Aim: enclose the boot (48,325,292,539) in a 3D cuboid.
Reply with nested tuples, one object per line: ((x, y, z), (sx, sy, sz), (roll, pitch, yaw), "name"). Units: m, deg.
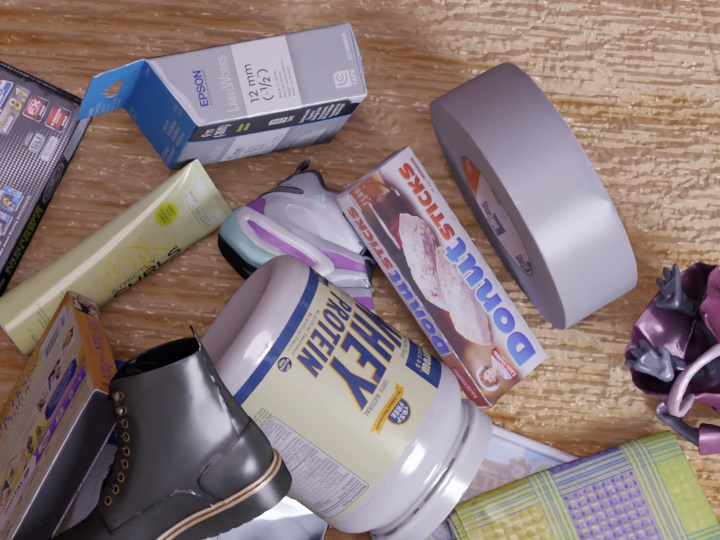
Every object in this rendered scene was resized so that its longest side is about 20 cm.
((-0.166, 0.132, 1.497), (0.200, 0.077, 0.139), (-28, 114, -2), "boot")

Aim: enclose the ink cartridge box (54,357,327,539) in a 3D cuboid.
((-0.123, 0.185, 1.631), (0.199, 0.041, 0.200), (15, 95, -22), "ink cartridge box")

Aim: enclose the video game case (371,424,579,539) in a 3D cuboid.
((0.111, 0.220, 1.694), (0.200, 0.022, 0.182), (21, 81, 4), "video game case")

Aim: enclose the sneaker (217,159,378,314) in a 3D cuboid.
((0.000, 0.000, 1.705), (0.140, 0.078, 0.200), (-41, 92, -14), "sneaker")

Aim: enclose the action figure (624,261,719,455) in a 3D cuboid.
((0.295, 0.084, 1.655), (0.200, 0.149, 0.134), (41, 92, -26), "action figure")

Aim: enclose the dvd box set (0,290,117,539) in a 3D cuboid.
((-0.228, 0.114, 1.610), (0.029, 0.200, 0.147), (26, 101, -20), "dvd box set")

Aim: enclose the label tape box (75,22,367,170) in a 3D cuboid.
((-0.109, -0.126, 1.673), (0.200, 0.143, 0.066), (-13, 82, -15), "label tape box")

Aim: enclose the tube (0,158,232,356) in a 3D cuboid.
((-0.195, -0.009, 1.713), (0.200, 0.058, 0.052), (-35, 90, -4), "tube")

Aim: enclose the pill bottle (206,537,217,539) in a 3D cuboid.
((-0.106, 0.289, 1.554), (0.111, 0.111, 0.200), (-23, 84, -4), "pill bottle")

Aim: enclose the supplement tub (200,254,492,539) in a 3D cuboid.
((-0.019, 0.099, 1.588), (0.200, 0.145, 0.145), (36, 82, -12), "supplement tub")

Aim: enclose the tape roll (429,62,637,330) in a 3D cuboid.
((0.130, -0.057, 1.651), (0.066, 0.200, 0.201), (-30, 82, -6), "tape roll")

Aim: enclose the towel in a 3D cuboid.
((0.175, 0.214, 1.665), (0.200, 0.023, 0.144), (-21, 74, -10), "towel")

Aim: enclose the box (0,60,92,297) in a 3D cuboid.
((-0.328, -0.075, 1.733), (0.160, 0.044, 0.200), (26, 81, 4), "box")

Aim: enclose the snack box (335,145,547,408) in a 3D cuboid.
((0.063, 0.006, 1.692), (0.072, 0.024, 0.200), (-38, 99, -31), "snack box")
